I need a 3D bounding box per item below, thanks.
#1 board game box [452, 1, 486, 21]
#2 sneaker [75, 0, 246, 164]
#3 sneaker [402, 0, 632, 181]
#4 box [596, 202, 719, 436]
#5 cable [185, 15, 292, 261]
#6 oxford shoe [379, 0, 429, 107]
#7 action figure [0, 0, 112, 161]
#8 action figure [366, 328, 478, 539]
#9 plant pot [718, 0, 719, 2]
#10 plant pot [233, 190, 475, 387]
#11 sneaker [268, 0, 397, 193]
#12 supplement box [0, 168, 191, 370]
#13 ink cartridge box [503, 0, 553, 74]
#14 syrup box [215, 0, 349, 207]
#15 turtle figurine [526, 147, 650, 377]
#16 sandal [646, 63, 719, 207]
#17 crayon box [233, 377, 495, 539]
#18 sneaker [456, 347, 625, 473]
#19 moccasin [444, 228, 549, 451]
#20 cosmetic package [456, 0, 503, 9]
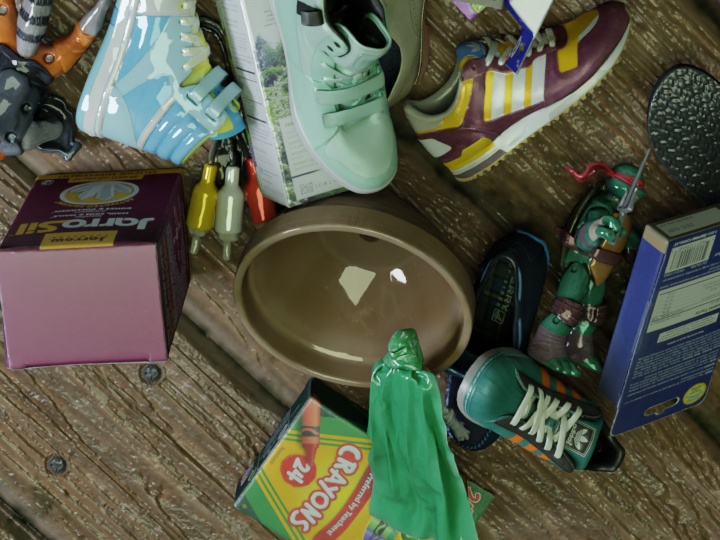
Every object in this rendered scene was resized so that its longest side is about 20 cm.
[{"bbox_3d":[0.122,-0.308,1.659,0.200,0.032,0.120,-40,100,15],"label":"board game box"},{"bbox_3d":[-0.134,-0.178,1.662,0.130,0.080,0.201,26,111,5],"label":"sneaker"},{"bbox_3d":[0.126,-0.162,1.686,0.200,0.075,0.090,-41,109,13],"label":"sneaker"},{"bbox_3d":[0.261,0.039,1.725,0.121,0.032,0.201,-16,131,-36],"label":"box"},{"bbox_3d":[-0.102,-0.110,1.724,0.096,0.050,0.201,-4,109,-1],"label":"cable"},{"bbox_3d":[0.019,-0.221,1.650,0.070,0.074,0.201,2,120,19],"label":"oxford shoe"},{"bbox_3d":[-0.303,-0.171,1.683,0.199,0.105,0.195,22,99,-10],"label":"action figure"},{"bbox_3d":[0.047,0.135,1.729,0.118,0.055,0.201,14,128,32],"label":"action figure"},{"bbox_3d":[0.355,-0.267,1.589,0.200,0.200,0.177,41,117,-12],"label":"plant pot"},{"bbox_3d":[0.000,0.000,1.720,0.199,0.093,0.202,7,139,6],"label":"plant pot"},{"bbox_3d":[-0.008,-0.142,1.587,0.073,0.118,0.201,-27,110,-16],"label":"sneaker"},{"bbox_3d":[-0.212,-0.005,1.686,0.130,0.200,0.104,-2,110,1],"label":"supplement box"},{"bbox_3d":[0.148,-0.249,1.598,0.037,0.095,0.201,23,99,-5],"label":"ink cartridge box"},{"bbox_3d":[-0.055,-0.160,1.674,0.078,0.081,0.201,-17,105,-16],"label":"syrup box"},{"bbox_3d":[0.208,-0.013,1.729,0.149,0.101,0.201,9,110,-45],"label":"turtle figurine"},{"bbox_3d":[0.294,-0.091,1.727,0.075,0.048,0.201,-32,118,11],"label":"sandal"},{"bbox_3d":[0.005,0.201,1.832,0.199,0.051,0.127,32,107,-10],"label":"crayon box"},{"bbox_3d":[0.156,0.120,1.728,0.200,0.080,0.072,26,92,-53],"label":"sneaker"},{"bbox_3d":[0.101,0.061,1.761,0.080,0.068,0.201,17,111,22],"label":"moccasin"},{"bbox_3d":[0.069,-0.307,1.584,0.103,0.073,0.202,5,100,-21],"label":"cosmetic package"}]
